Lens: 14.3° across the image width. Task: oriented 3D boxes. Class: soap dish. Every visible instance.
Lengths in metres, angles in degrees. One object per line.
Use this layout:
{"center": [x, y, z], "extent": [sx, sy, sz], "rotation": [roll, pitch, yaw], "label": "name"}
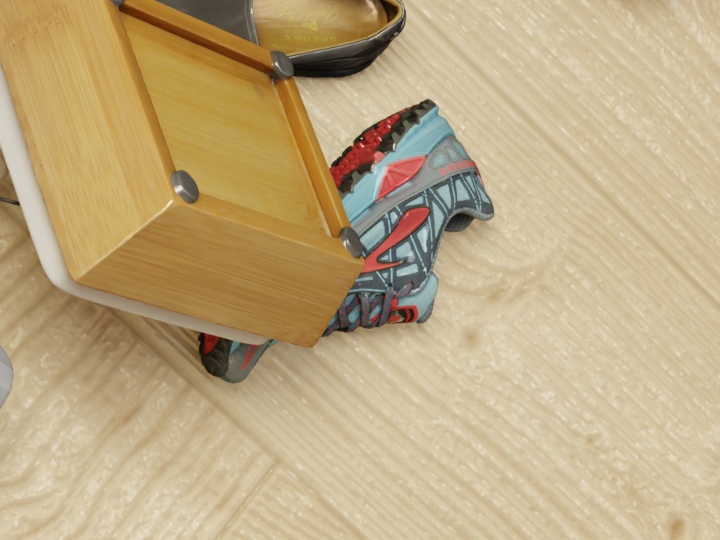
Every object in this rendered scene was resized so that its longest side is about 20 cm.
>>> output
{"center": [-0.089, -0.054, 1.406], "extent": [0.200, 0.081, 0.158], "rotation": [18, 46, -56], "label": "soap dish"}

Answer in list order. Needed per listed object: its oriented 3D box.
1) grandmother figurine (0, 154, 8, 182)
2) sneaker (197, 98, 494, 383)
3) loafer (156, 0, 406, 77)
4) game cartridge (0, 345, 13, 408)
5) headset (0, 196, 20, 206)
{"center": [-0.222, -0.095, 1.460], "extent": [0.199, 0.061, 0.122], "rotation": [-29, 85, -12], "label": "grandmother figurine"}
{"center": [0.000, 0.000, 1.546], "extent": [0.200, 0.079, 0.096], "rotation": [-45, 102, -22], "label": "sneaker"}
{"center": [-0.071, -0.137, 1.540], "extent": [0.199, 0.072, 0.073], "rotation": [-7, 86, -23], "label": "loafer"}
{"center": [-0.278, 0.050, 1.398], "extent": [0.199, 0.134, 0.041], "rotation": [21, 37, -21], "label": "game cartridge"}
{"center": [-0.229, 0.001, 1.416], "extent": [0.199, 0.094, 0.124], "rotation": [-26, 125, -6], "label": "headset"}
